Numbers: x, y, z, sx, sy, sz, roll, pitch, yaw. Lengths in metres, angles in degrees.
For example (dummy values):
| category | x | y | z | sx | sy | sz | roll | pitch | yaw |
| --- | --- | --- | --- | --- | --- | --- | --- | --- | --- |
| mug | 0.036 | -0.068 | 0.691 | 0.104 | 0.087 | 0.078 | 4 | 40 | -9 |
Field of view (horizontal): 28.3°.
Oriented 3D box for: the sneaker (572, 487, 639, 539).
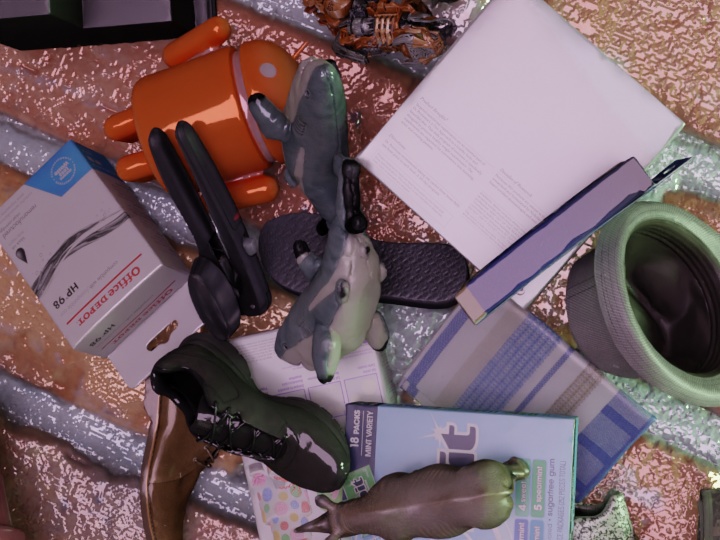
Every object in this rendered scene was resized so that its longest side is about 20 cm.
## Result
| category | x | y | z | sx | sy | sz | roll | pitch | yaw |
| --- | --- | --- | --- | --- | --- | --- | --- | --- | --- |
| sneaker | 0.151 | 0.229 | 1.258 | 0.198 | 0.077 | 0.090 | -8 | 102 | 9 |

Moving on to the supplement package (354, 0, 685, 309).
| category | x | y | z | sx | sy | sz | roll | pitch | yaw |
| --- | --- | --- | --- | --- | --- | --- | --- | --- | --- |
| supplement package | 0.137 | -0.106 | 1.226 | 0.191 | 0.147 | 0.200 | 42 | 96 | 5 |

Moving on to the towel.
| category | x | y | z | sx | sy | sz | roll | pitch | yaw |
| --- | --- | --- | --- | --- | --- | --- | --- | --- | --- |
| towel | 0.144 | 0.112 | 1.266 | 0.200 | 0.024 | 0.147 | 39 | 122 | 6 |

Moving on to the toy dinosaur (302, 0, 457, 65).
| category | x | y | z | sx | sy | sz | roll | pitch | yaw |
| --- | --- | --- | --- | --- | --- | --- | --- | --- | --- |
| toy dinosaur | 0.010 | -0.241 | 1.247 | 0.199 | 0.102 | 0.136 | 35 | 73 | 22 |

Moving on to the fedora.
| category | x | y | z | sx | sy | sz | roll | pitch | yaw |
| --- | --- | --- | --- | --- | --- | --- | --- | --- | --- |
| fedora | 0.247 | 0.036 | 1.218 | 0.090 | 0.199 | 0.179 | -24 | 61 | 46 |

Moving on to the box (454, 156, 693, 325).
| category | x | y | z | sx | sy | sz | roll | pitch | yaw |
| --- | --- | --- | --- | --- | --- | --- | --- | --- | --- |
| box | 0.160 | -0.034 | 1.091 | 0.199 | 0.121 | 0.033 | -37 | 88 | 7 |

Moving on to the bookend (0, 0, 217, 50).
| category | x | y | z | sx | sy | sz | roll | pitch | yaw |
| --- | --- | --- | --- | --- | --- | --- | --- | --- | --- |
| bookend | -0.247 | -0.258 | 1.256 | 0.197 | 0.200 | 0.093 | -3 | 91 | 9 |

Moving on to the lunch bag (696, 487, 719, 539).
| category | x | y | z | sx | sy | sz | roll | pitch | yaw |
| --- | --- | --- | --- | --- | --- | --- | --- | --- | --- |
| lunch bag | 0.366 | 0.285 | 1.218 | 0.162 | 0.118 | 0.202 | 2 | 86 | 9 |

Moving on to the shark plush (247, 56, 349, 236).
| category | x | y | z | sx | sy | sz | roll | pitch | yaw |
| --- | --- | --- | --- | --- | --- | --- | --- | --- | --- |
| shark plush | -0.033 | -0.085 | 1.214 | 0.090 | 0.083 | 0.202 | -16 | 115 | -32 |

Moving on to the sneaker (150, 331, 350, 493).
| category | x | y | z | sx | sy | sz | roll | pitch | yaw |
| --- | --- | --- | --- | --- | --- | --- | --- | --- | --- |
| sneaker | -0.100 | 0.133 | 1.231 | 0.199 | 0.091 | 0.076 | 31 | 113 | 18 |

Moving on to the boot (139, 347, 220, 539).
| category | x | y | z | sx | sy | sz | roll | pitch | yaw |
| --- | --- | --- | --- | --- | --- | --- | --- | --- | --- |
| boot | -0.162 | 0.174 | 1.319 | 0.075 | 0.074 | 0.202 | 3 | 89 | 2 |

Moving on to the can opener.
| category | x | y | z | sx | sy | sz | roll | pitch | yaw |
| --- | --- | --- | --- | --- | --- | --- | --- | --- | --- |
| can opener | -0.128 | -0.039 | 1.245 | 0.063 | 0.079 | 0.202 | -10 | 116 | 12 |

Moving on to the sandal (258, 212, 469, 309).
| category | x | y | z | sx | sy | sz | roll | pitch | yaw |
| --- | --- | --- | --- | --- | --- | --- | --- | --- | --- |
| sandal | 0.000 | 0.001 | 1.294 | 0.198 | 0.043 | 0.077 | 13 | 75 | 13 |

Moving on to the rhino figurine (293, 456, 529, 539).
| category | x | y | z | sx | sy | sz | roll | pitch | yaw |
| --- | --- | --- | --- | --- | --- | --- | --- | --- | --- |
| rhino figurine | 0.038 | 0.193 | 1.167 | 0.198 | 0.087 | 0.060 | -12 | 84 | 13 |

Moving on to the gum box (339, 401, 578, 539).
| category | x | y | z | sx | sy | sz | roll | pitch | yaw |
| --- | --- | --- | --- | --- | --- | --- | --- | --- | --- |
| gum box | 0.083 | 0.204 | 1.224 | 0.198 | 0.045 | 0.172 | 2 | 88 | 13 |

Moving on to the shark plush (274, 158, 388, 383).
| category | x | y | z | sx | sy | sz | roll | pitch | yaw |
| --- | --- | --- | --- | --- | --- | --- | --- | --- | --- |
| shark plush | -0.031 | 0.006 | 1.196 | 0.083 | 0.091 | 0.201 | 29 | 136 | 29 |

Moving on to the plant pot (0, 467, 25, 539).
| category | x | y | z | sx | sy | sz | roll | pitch | yaw |
| --- | --- | --- | --- | --- | --- | --- | --- | --- | --- |
| plant pot | -0.406 | 0.207 | 1.305 | 0.198 | 0.200 | 0.181 | -7 | 74 | 9 |

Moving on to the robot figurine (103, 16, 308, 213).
| category | x | y | z | sx | sy | sz | roll | pitch | yaw |
| --- | --- | --- | --- | --- | --- | --- | --- | --- | --- |
| robot figurine | -0.128 | -0.138 | 1.282 | 0.198 | 0.117 | 0.145 | -17 | 51 | 8 |

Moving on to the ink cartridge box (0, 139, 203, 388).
| category | x | y | z | sx | sy | sz | roll | pitch | yaw |
| --- | --- | --- | --- | --- | --- | --- | --- | --- | --- |
| ink cartridge box | -0.236 | -0.005 | 1.301 | 0.116 | 0.067 | 0.200 | -42 | 69 | 7 |

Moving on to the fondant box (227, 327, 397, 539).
| category | x | y | z | sx | sy | sz | roll | pitch | yaw |
| --- | --- | --- | --- | --- | --- | --- | --- | --- | --- |
| fondant box | -0.036 | 0.146 | 1.303 | 0.143 | 0.058 | 0.202 | -13 | 88 | 9 |
